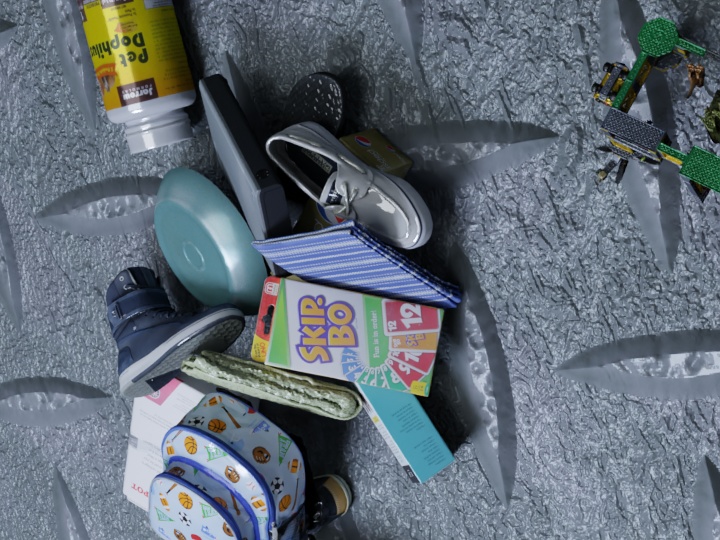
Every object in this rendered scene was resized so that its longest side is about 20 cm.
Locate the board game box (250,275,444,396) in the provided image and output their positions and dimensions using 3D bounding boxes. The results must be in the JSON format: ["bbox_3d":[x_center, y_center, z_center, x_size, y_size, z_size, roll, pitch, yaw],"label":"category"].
[{"bbox_3d":[-0.015,0.070,1.532,0.198,0.030,0.097,11,89,3],"label":"board game box"}]

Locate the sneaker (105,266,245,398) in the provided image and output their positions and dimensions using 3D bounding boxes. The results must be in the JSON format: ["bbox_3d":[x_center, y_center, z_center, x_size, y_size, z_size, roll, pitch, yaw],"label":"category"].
[{"bbox_3d":[-0.228,0.046,1.694,0.201,0.077,0.147,-30,62,30],"label":"sneaker"}]

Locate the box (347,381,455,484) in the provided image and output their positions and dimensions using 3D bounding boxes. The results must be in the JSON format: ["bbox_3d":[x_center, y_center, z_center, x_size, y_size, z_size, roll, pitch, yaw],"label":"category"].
[{"bbox_3d":[0.029,0.141,1.582,0.201,0.049,0.082,57,172,5],"label":"box"}]

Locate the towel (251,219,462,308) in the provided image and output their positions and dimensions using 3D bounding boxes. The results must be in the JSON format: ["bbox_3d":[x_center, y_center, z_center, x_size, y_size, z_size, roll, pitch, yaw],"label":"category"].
[{"bbox_3d":[0.000,0.000,1.516,0.144,0.200,0.024,-9,61,39],"label":"towel"}]

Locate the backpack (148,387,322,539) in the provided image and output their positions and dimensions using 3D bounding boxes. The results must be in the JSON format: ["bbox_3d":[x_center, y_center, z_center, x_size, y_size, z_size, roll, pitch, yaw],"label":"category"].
[{"bbox_3d":[-0.151,0.239,1.605,0.199,0.154,0.192,23,129,18],"label":"backpack"}]

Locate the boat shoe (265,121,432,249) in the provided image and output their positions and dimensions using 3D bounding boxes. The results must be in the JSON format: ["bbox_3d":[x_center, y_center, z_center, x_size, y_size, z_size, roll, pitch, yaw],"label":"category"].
[{"bbox_3d":[-0.015,-0.086,1.473,0.200,0.066,0.072,42,124,18],"label":"boat shoe"}]

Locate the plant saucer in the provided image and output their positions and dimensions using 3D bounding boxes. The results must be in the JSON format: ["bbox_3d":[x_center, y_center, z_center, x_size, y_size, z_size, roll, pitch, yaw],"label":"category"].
[{"bbox_3d":[-0.186,-0.025,1.678,0.200,0.036,0.201,36,144,31],"label":"plant saucer"}]

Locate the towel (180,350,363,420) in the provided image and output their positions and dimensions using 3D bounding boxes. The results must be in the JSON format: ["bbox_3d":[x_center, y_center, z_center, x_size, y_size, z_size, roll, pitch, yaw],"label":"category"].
[{"bbox_3d":[-0.102,0.130,1.601,0.198,0.148,0.037,16,83,-9],"label":"towel"}]

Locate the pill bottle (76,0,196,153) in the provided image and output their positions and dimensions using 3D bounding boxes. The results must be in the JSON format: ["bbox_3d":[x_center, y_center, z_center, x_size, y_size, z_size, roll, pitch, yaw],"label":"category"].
[{"bbox_3d":[-0.258,-0.244,1.661,0.109,0.109,0.202,-9,99,37],"label":"pill bottle"}]

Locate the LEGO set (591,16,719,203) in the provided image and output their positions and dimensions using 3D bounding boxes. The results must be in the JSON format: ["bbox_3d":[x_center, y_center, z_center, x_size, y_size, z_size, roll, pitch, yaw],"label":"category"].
[{"bbox_3d":[0.318,-0.131,1.299,0.199,0.116,0.155,21,87,25],"label":"LEGO set"}]

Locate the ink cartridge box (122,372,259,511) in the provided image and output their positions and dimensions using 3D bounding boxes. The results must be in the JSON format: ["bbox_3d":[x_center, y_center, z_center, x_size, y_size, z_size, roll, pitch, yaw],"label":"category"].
[{"bbox_3d":[-0.215,0.215,1.791,0.146,0.083,0.202,24,117,28],"label":"ink cartridge box"}]

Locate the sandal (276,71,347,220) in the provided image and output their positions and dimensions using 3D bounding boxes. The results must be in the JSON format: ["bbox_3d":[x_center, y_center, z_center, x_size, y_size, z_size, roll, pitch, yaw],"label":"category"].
[{"bbox_3d":[-0.053,-0.146,1.589,0.075,0.048,0.201,39,136,19],"label":"sandal"}]

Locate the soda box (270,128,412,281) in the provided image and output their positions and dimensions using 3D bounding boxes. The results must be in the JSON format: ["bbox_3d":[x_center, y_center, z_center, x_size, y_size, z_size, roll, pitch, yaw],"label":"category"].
[{"bbox_3d":[-0.023,-0.058,1.574,0.064,0.068,0.201,42,125,18],"label":"soda box"}]

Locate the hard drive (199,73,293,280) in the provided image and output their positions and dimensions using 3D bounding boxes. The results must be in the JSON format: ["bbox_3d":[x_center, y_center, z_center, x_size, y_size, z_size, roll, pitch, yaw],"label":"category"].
[{"bbox_3d":[-0.123,-0.106,1.568,0.140,0.033,0.201,81,165,-47],"label":"hard drive"}]

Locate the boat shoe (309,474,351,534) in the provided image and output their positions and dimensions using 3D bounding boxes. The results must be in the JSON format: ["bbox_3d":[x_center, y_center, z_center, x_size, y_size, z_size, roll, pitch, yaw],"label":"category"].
[{"bbox_3d":[-0.096,0.304,1.746,0.199,0.062,0.075,-28,89,40],"label":"boat shoe"}]
